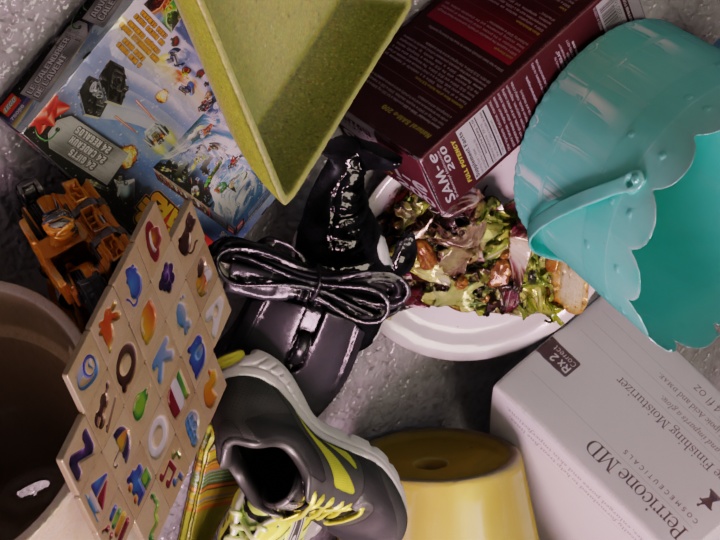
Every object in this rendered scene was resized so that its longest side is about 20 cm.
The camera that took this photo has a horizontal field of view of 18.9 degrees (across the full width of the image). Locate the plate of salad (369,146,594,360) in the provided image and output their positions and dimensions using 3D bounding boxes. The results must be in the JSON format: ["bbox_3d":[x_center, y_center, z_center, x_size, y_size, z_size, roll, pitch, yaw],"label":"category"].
[{"bbox_3d":[0.091,-0.011,1.558,0.198,0.048,0.201,-6,125,-8],"label":"plate of salad"}]

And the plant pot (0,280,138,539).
[{"bbox_3d":[-0.225,0.138,1.333,0.200,0.200,0.184,-43,148,-11],"label":"plant pot"}]

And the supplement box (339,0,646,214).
[{"bbox_3d":[0.087,-0.142,1.470,0.200,0.109,0.061,-41,137,-13],"label":"supplement box"}]

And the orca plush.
[{"bbox_3d":[0.000,0.000,1.471,0.104,0.071,0.201,0,138,-20],"label":"orca plush"}]

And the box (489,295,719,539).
[{"bbox_3d":[0.209,0.158,1.665,0.130,0.199,0.200,-38,157,-18],"label":"box"}]

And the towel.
[{"bbox_3d":[-0.096,0.195,1.589,0.086,0.018,0.201,-5,119,-39],"label":"towel"}]

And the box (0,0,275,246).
[{"bbox_3d":[-0.122,-0.092,1.367,0.137,0.040,0.200,-51,137,-6],"label":"box"}]

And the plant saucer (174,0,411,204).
[{"bbox_3d":[-0.051,-0.180,1.327,0.200,0.048,0.201,-60,144,-35],"label":"plant saucer"}]

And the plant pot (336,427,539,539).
[{"bbox_3d":[0.057,0.228,1.633,0.200,0.200,0.191,-12,107,-36],"label":"plant pot"}]

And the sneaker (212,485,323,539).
[{"bbox_3d":[-0.081,0.195,1.532,0.201,0.075,0.076,-62,154,-9],"label":"sneaker"}]

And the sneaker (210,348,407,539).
[{"bbox_3d":[-0.041,0.141,1.435,0.074,0.085,0.200,-30,125,25],"label":"sneaker"}]

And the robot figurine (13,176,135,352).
[{"bbox_3d":[-0.157,0.025,1.343,0.058,0.145,0.201,-29,143,-12],"label":"robot figurine"}]

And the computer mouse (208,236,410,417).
[{"bbox_3d":[-0.057,0.060,1.448,0.137,0.053,0.200,12,143,-11],"label":"computer mouse"}]

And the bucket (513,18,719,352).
[{"bbox_3d":[0.210,-0.061,1.464,0.206,0.135,0.208,-28,137,-29],"label":"bucket"}]

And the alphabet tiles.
[{"bbox_3d":[-0.125,0.064,1.279,0.167,0.006,0.201,72,31,-45],"label":"alphabet tiles"}]

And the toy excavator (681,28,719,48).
[{"bbox_3d":[0.308,-0.117,1.614,0.100,0.200,0.195,24,99,-47],"label":"toy excavator"}]
